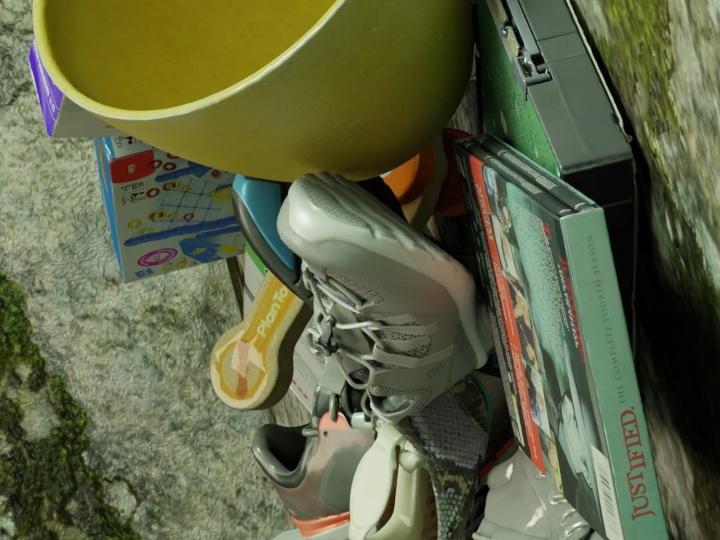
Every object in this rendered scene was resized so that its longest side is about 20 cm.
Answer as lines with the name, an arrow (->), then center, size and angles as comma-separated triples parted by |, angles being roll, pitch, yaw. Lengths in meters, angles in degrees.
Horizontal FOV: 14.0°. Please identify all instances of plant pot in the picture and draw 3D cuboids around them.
plant pot -> -0.026, -0.119, 1.321 | 0.142, 0.200, 0.201 | 41, -159, -44

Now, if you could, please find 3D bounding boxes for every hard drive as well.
hard drive -> 0.087, -0.027, 1.303 | 0.200, 0.038, 0.140 | 83, 170, -48

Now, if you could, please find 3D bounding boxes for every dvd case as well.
dvd case -> 0.081, 0.027, 1.221 | 0.200, 0.022, 0.147 | -130, 27, -76

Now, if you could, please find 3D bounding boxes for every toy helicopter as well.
toy helicopter -> -0.031, -0.019, 1.560 | 0.132, 0.201, 0.079 | 36, -165, 28

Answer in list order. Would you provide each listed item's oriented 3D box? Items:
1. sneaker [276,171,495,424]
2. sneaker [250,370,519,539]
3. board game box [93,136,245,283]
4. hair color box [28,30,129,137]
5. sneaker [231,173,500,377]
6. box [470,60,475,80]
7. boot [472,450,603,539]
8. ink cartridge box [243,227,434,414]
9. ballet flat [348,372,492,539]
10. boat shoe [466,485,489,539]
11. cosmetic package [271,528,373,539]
sneaker -> 0.009, 0.022, 1.327 | 0.075, 0.082, 0.200 | 38, 177, 31
sneaker -> 0.014, 0.084, 1.539 | 0.082, 0.200, 0.077 | 45, -138, -17
board game box -> -0.053, -0.073, 1.688 | 0.200, 0.195, 0.056 | 94, 161, -70
hair color box -> -0.093, -0.155, 1.478 | 0.200, 0.109, 0.065 | 111, 148, -44
sneaker -> 0.000, 0.000, 1.448 | 0.082, 0.200, 0.073 | 8, 70, 50
box -> 0.017, -0.194, 1.448 | 0.200, 0.060, 0.117 | 85, 169, -52
boot -> 0.098, 0.122, 1.364 | 0.200, 0.073, 0.096 | 161, 118, -67
ink cartridge box -> 0.005, 0.034, 1.702 | 0.146, 0.084, 0.200 | 51, 167, 11
ballet flat -> 0.021, 0.140, 1.477 | 0.072, 0.072, 0.201 | -115, 25, -58
boat shoe -> 0.064, 0.143, 1.534 | 0.060, 0.076, 0.200 | 37, 170, -20
cosmetic package -> 0.006, 0.265, 1.750 | 0.165, 0.164, 0.201 | -27, -74, -60
